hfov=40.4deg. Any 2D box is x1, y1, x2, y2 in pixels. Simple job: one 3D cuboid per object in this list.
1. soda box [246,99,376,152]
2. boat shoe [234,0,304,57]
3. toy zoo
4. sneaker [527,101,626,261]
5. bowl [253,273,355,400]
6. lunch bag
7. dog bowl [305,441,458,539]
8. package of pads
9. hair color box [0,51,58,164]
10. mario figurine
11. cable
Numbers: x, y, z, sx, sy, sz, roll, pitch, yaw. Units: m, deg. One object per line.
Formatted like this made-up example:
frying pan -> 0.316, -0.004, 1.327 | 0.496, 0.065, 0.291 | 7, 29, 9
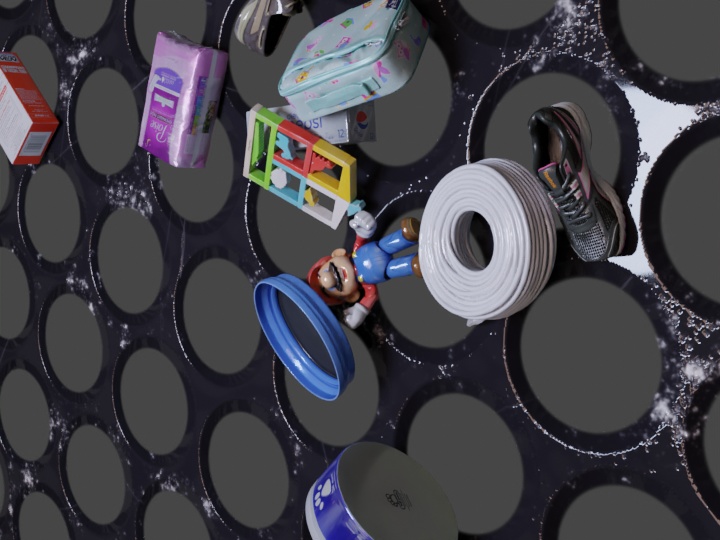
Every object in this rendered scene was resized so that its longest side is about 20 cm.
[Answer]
soda box -> -0.073, -0.209, 1.421 | 0.199, 0.068, 0.064 | 0, 96, 40
boat shoe -> -0.113, -0.403, 1.442 | 0.073, 0.074, 0.201 | 45, 130, 15
toy zoo -> -0.078, -0.140, 1.402 | 0.199, 0.020, 0.132 | 30, 140, 13
sneaker -> 0.242, -0.102, 1.159 | 0.080, 0.086, 0.202 | -29, 77, 39
bowl -> -0.080, 0.094, 1.418 | 0.200, 0.039, 0.202 | 41, 150, 30
lunch bag -> -0.009, -0.282, 1.300 | 0.199, 0.161, 0.077 | -14, 128, 37
dog bowl -> 0.030, 0.329, 1.305 | 0.200, 0.199, 0.079 | 50, 119, 24
package of pads -> -0.290, -0.276, 1.590 | 0.120, 0.075, 0.202 | 28, 112, 37
hair color box -> -0.671, -0.316, 1.899 | 0.201, 0.064, 0.111 | 54, 125, 21
mario figurine -> 0.000, 0.000, 1.354 | 0.199, 0.106, 0.124 | -23, 45, 31
cable -> 0.154, -0.038, 1.232 | 0.199, 0.069, 0.202 | -22, 77, 50
